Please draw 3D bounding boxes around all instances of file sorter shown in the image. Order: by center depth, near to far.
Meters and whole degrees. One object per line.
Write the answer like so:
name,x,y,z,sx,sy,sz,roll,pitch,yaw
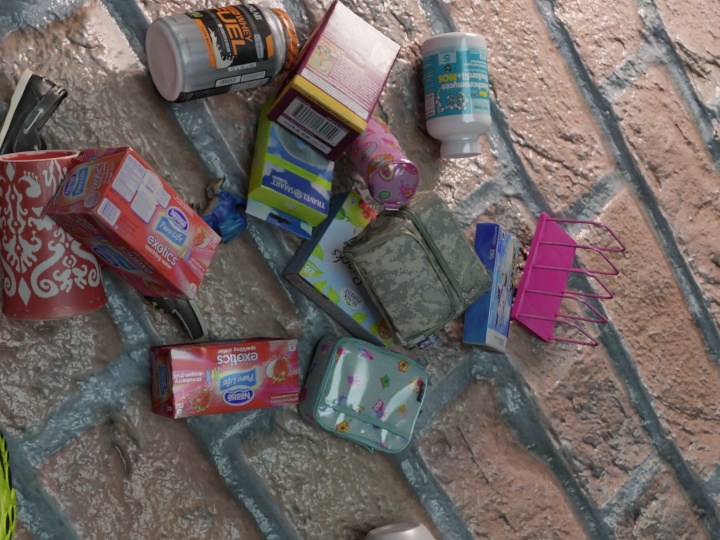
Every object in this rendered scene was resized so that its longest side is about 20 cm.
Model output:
file sorter,0.377,0.021,1.684,0.139,0.125,0.200,33,70,-47

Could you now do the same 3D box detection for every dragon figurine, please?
dragon figurine,-0.207,-0.070,1.403,0.099,0.059,0.200,49,65,-19

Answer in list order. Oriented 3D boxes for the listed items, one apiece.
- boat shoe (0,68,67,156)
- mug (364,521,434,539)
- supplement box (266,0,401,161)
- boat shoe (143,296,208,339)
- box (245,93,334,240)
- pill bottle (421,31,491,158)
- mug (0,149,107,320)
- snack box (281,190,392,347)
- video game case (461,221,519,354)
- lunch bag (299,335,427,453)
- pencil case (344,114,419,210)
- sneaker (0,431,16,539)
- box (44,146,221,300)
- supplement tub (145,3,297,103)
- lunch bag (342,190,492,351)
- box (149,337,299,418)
boat shoe,-0.452,-0.167,1.255,0.068,0.072,0.200,25,74,-23
mug,0.082,0.494,1.514,0.200,0.147,0.176,-1,80,-61
supplement box,-0.039,-0.290,1.447,0.131,0.103,0.200,33,54,-14
boat shoe,-0.283,0.020,1.346,0.061,0.072,0.201,-32,112,-14
box,-0.102,-0.158,1.439,0.122,0.048,0.200,23,55,-28
pill bottle,0.164,-0.293,1.602,0.111,0.111,0.200,-4,90,-31
mug,-0.406,-0.055,1.237,0.133,0.178,0.200,-4,105,-5
snack box,0.000,0.000,1.517,0.200,0.068,0.169,41,68,-22
video game case,0.223,0.034,1.602,0.181,0.045,0.200,27,70,-69
lunch bag,0.009,0.202,1.508,0.200,0.077,0.161,25,75,-27
pencil case,0.026,-0.172,1.467,0.087,0.200,0.088,-9,125,-13
sneaker,-0.494,0.298,1.221,0.083,0.074,0.200,-4,94,-4
box,-0.283,-0.057,1.200,0.200,0.095,0.103,49,54,-46
supplement tub,-0.200,-0.321,1.382,0.200,0.122,0.123,-20,98,-31
lunch bag,0.080,0.001,1.453,0.168,0.139,0.200,-36,107,-18
box,-0.196,0.153,1.378,0.200,0.095,0.100,-2,90,-31
